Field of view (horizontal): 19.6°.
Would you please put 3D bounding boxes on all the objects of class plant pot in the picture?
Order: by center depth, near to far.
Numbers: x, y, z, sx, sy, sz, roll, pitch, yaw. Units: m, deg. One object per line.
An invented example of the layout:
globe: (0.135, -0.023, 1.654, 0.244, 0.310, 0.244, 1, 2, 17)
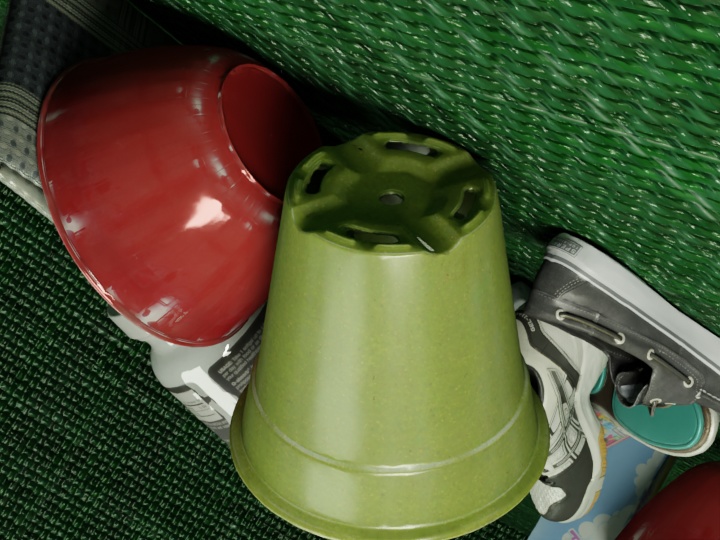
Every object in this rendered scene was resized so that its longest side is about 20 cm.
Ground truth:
plant pot: (0.018, 0.028, 1.241, 0.200, 0.200, 0.190, 28, 136, 30)

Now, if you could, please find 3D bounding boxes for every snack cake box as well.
snack cake box: (0.195, 0.209, 1.753, 0.067, 0.200, 0.115, 30, 173, 13)

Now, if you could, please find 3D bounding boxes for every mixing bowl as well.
mixing bowl: (-0.092, -0.065, 1.306, 0.108, 0.200, 0.200, -27, 133, 32)
mixing bowl: (0.303, 0.217, 1.636, 0.200, 0.109, 0.200, 26, 168, 6)

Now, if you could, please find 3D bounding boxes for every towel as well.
towel: (-0.161, -0.092, 1.359, 0.035, 0.193, 0.200, -27, 133, 33)

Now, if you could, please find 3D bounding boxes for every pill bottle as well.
pill bottle: (-0.074, 0.062, 1.459, 0.200, 0.116, 0.116, 45, 169, -20)

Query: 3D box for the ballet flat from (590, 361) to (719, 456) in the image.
ballet flat: (0.193, 0.079, 1.464, 0.069, 0.070, 0.200, 37, 170, -37)

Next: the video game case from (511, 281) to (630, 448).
video game case: (0.109, 0.101, 1.607, 0.200, 0.182, 0.022, 37, -145, -38)

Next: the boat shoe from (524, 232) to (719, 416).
boat shoe: (0.179, 0.054, 1.306, 0.200, 0.066, 0.070, 37, 171, -32)

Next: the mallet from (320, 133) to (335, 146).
mallet: (-0.081, -0.100, 1.499, 0.066, 0.041, 0.200, 34, 177, -26)

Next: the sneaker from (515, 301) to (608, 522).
sneaker: (0.117, 0.100, 1.436, 0.076, 0.088, 0.200, 34, 140, 42)
